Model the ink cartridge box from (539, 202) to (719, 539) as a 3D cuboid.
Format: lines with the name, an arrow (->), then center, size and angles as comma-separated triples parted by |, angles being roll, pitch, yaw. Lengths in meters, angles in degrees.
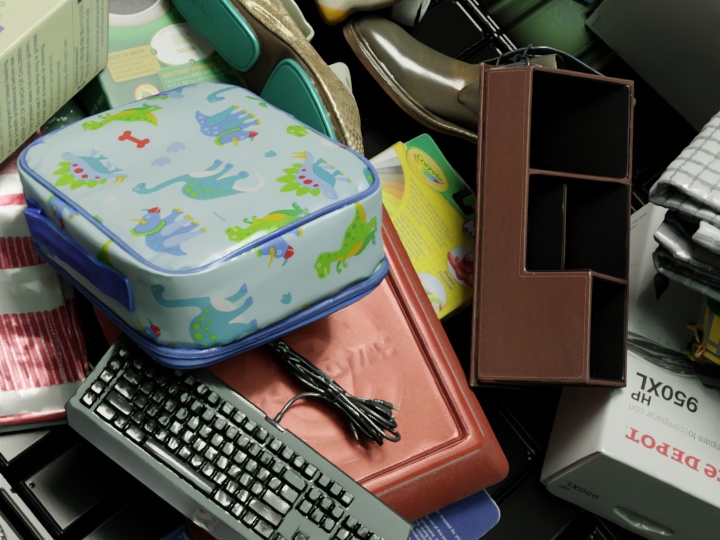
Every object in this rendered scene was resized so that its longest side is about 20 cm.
ink cartridge box -> 0.219, 0.074, 1.106 | 0.145, 0.084, 0.200 | 25, 60, -12

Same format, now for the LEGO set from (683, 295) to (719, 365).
LEGO set -> 0.302, 0.047, 1.064 | 0.154, 0.116, 0.200 | 27, 50, 23

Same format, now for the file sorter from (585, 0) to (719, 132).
file sorter -> 0.269, -0.194, 1.161 | 0.139, 0.200, 0.125 | 43, 81, 1

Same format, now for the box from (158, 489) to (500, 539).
box -> -0.020, 0.161, 0.999 | 0.200, 0.032, 0.121 | -35, 84, -29

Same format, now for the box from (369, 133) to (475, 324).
box -> 0.000, 0.000, 1.072 | 0.200, 0.048, 0.117 | -32, 82, -28

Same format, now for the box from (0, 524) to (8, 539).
box -> -0.258, 0.222, 0.867 | 0.200, 0.044, 0.160 | -24, 79, -29

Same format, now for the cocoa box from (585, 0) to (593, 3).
cocoa box -> 0.174, -0.316, 1.194 | 0.131, 0.200, 0.133 | 26, 59, -10

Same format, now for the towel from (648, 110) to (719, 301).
towel -> 0.289, -0.027, 0.997 | 0.200, 0.086, 0.166 | 28, 52, 22

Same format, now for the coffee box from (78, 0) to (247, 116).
coffee box -> -0.140, -0.171, 1.091 | 0.123, 0.044, 0.200 | -18, 76, -28

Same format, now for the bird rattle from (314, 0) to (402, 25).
bird rattle -> -0.002, -0.257, 1.116 | 0.200, 0.113, 0.163 | -29, 90, -4

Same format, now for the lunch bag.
lunch bag -> -0.095, -0.031, 0.948 | 0.161, 0.083, 0.200 | -25, 38, -29

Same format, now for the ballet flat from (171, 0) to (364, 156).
ballet flat -> -0.044, -0.130, 1.046 | 0.065, 0.071, 0.200 | -26, 78, -40

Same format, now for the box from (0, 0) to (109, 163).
box -> -0.275, -0.135, 0.965 | 0.176, 0.097, 0.200 | 33, 57, 12

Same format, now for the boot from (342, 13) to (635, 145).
boot -> 0.089, -0.133, 1.128 | 0.200, 0.097, 0.075 | 36, 28, -9

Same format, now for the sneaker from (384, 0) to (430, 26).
sneaker -> -0.004, -0.278, 1.187 | 0.146, 0.081, 0.200 | 13, 74, 1

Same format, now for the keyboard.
keyboard -> -0.054, 0.093, 0.938 | 0.200, 0.021, 0.127 | 37, 65, -2

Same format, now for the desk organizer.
desk organizer -> 0.120, -0.026, 1.029 | 0.072, 0.077, 0.200 | 11, 79, -60

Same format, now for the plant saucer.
plant saucer -> -0.029, 0.065, 0.986 | 0.200, 0.037, 0.200 | -21, 77, -22

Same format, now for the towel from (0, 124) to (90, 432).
towel -> -0.243, 0.001, 0.985 | 0.144, 0.023, 0.200 | -6, 70, -24
